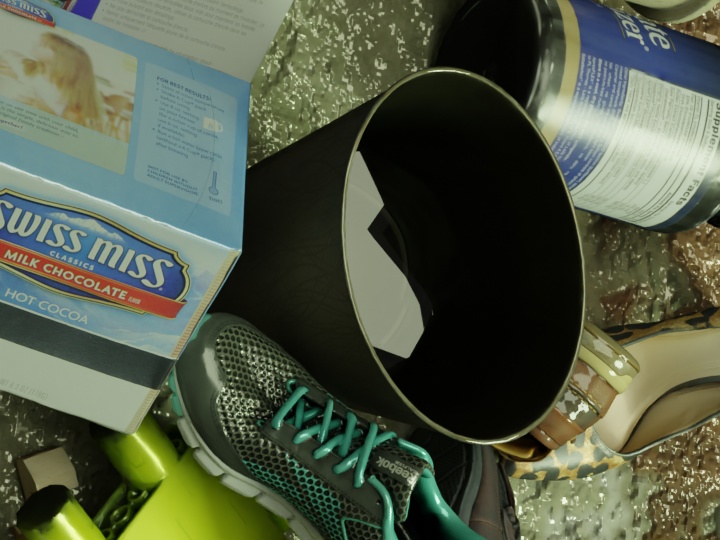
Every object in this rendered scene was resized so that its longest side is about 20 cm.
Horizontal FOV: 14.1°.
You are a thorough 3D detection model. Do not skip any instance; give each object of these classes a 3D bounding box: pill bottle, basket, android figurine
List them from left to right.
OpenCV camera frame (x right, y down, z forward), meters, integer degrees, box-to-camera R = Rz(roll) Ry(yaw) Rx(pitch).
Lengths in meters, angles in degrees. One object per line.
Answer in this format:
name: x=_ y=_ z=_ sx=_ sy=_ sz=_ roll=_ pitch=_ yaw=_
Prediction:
android figurine: x=-0.090 y=0.163 z=1.446 sx=0.182 sy=0.041 sz=0.200 roll=-54 pitch=126 yaw=-29
basket: x=0.000 y=0.000 z=1.455 sx=0.136 sy=0.200 sz=0.181 roll=-16 pitch=94 yaw=-31
pill bottle: x=0.146 y=-0.084 z=1.605 sx=0.199 sy=0.112 sz=0.112 roll=15 pitch=79 yaw=-31

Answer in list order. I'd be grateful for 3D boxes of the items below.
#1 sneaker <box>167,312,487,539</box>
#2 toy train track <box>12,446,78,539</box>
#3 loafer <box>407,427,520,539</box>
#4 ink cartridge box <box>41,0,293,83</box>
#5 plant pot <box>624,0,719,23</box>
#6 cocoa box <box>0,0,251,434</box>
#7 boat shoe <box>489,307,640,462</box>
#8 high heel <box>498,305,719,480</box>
sneaker: x=-0.007 y=0.092 z=1.387 sx=0.200 sy=0.091 sz=0.078 roll=48 pitch=51 yaw=-20
toy train track: x=-0.131 y=0.188 z=1.460 sx=0.114 sy=0.032 sz=0.201 roll=-19 pitch=98 yaw=-31
loafer: x=0.054 y=0.157 z=1.516 sx=0.063 sy=0.072 sz=0.200 roll=39 pitch=29 yaw=-27
ink cartridge box: x=-0.123 y=-0.157 z=1.422 sx=0.197 sy=0.043 sz=0.200 roll=17 pitch=116 yaw=-29
plant pot: x=0.098 y=-0.240 z=1.546 sx=0.183 sy=0.200 sz=0.202 roll=3 pitch=85 yaw=-25
cocoa box: x=-0.165 y=-0.039 z=1.347 sx=0.199 sy=0.131 sz=0.134 roll=21 pitch=38 yaw=-16
boat shoe: x=0.082 y=0.062 z=1.513 sx=0.072 sy=0.200 sz=0.068 roll=37 pitch=80 yaw=-7
high heel: x=0.178 y=0.062 z=1.596 sx=0.200 sy=0.142 sz=0.072 roll=-29 pitch=102 yaw=-30
